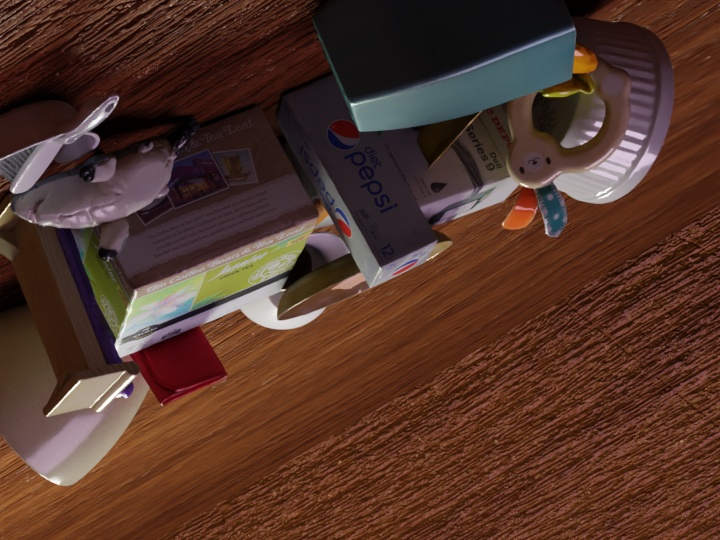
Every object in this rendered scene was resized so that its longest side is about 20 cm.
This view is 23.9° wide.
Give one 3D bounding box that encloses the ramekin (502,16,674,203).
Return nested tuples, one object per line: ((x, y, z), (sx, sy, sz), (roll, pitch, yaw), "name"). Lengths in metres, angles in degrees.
((0.235, -0.179, 1.834), (0.105, 0.200, 0.200), (11, 147, -29), "ramekin")

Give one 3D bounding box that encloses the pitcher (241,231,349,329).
((-0.062, -0.007, 1.992), (0.171, 0.121, 0.200), (-32, -175, -17), "pitcher")

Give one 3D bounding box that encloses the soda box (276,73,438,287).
((-0.005, -0.089, 1.655), (0.068, 0.200, 0.063), (-26, 167, -18), "soda box")

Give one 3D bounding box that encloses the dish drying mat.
((-0.215, 0.045, 1.745), (0.077, 0.200, 0.018), (-23, 149, -21), "dish drying mat")

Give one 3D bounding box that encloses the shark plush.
((-0.215, -0.098, 1.507), (0.200, 0.083, 0.091), (-50, 137, -34), "shark plush")

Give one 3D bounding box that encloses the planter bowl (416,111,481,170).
((0.104, -0.199, 1.663), (0.200, 0.083, 0.200), (-47, 180, 0), "planter bowl")

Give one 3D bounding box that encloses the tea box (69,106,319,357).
((-0.173, -0.034, 1.662), (0.200, 0.134, 0.197), (-23, 164, -22), "tea box")

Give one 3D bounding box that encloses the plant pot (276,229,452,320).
((0.000, 0.000, 1.766), (0.200, 0.028, 0.200), (-23, 173, -3), "plant pot")

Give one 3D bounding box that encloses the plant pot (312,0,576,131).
((0.068, -0.210, 1.494), (0.200, 0.141, 0.141), (-24, 167, 0), "plant pot")

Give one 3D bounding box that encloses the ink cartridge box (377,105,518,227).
((0.062, -0.125, 1.784), (0.200, 0.146, 0.084), (-21, 165, -33), "ink cartridge box")

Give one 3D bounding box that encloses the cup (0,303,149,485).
((-0.302, 0.104, 1.793), (0.143, 0.200, 0.200), (-34, 167, 9), "cup")

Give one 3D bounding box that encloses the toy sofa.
((-0.264, 0.025, 1.555), (0.097, 0.200, 0.083), (-9, 157, -39), "toy sofa")

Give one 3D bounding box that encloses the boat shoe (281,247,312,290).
((-0.151, -0.003, 1.825), (0.200, 0.071, 0.065), (7, 173, 1), "boat shoe")

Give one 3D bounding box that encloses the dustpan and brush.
((-0.253, -0.107, 1.375), (0.139, 0.057, 0.200), (-17, 163, -43), "dustpan and brush")

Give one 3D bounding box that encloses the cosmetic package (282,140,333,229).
((-0.019, -0.103, 1.864), (0.200, 0.071, 0.101), (-17, 163, -44), "cosmetic package")

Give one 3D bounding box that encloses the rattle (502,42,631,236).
((0.192, -0.123, 1.689), (0.200, 0.130, 0.143), (-62, -171, 9), "rattle")
